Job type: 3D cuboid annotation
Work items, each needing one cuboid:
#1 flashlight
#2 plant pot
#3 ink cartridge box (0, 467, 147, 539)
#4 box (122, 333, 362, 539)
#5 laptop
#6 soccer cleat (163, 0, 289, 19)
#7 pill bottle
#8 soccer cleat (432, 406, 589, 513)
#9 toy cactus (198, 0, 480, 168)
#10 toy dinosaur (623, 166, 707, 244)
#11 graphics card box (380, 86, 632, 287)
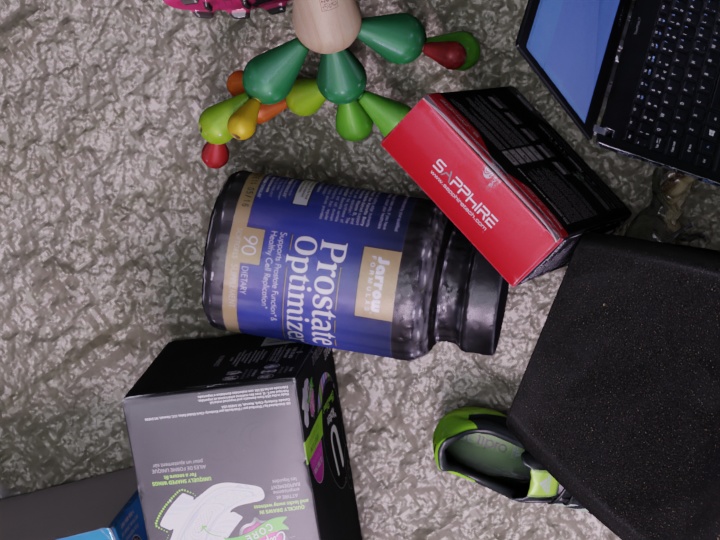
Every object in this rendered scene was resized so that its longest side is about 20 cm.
[{"bbox_3d":[0.251,-0.108,1.548,0.200,0.068,0.068,25,96,-2],"label":"flashlight"},{"bbox_3d":[0.212,0.075,1.475,0.177,0.199,0.201,25,99,26],"label":"plant pot"},{"bbox_3d":[-0.193,0.265,1.669,0.144,0.147,0.201,-14,100,13],"label":"ink cartridge box"},{"bbox_3d":[-0.075,0.156,1.621,0.124,0.149,0.201,-6,102,10],"label":"box"},{"bbox_3d":[0.204,-0.165,1.467,0.199,0.103,0.178,19,71,-2],"label":"laptop"},{"bbox_3d":[-0.042,-0.226,1.572,0.199,0.070,0.087,-9,81,13],"label":"soccer cleat"},{"bbox_3d":[0.000,0.000,1.589,0.199,0.112,0.112,9,105,8],"label":"pill bottle"},{"bbox_3d":[0.145,0.142,1.615,0.199,0.081,0.068,11,105,7],"label":"soccer cleat"},{"bbox_3d":[-0.019,-0.134,1.547,0.199,0.102,0.165,-9,141,3],"label":"toy cactus"},{"bbox_3d":[0.201,0.016,1.594,0.088,0.047,0.200,34,108,15],"label":"toy dinosaur"},{"bbox_3d":[0.098,-0.058,1.502,0.125,0.200,0.051,47,109,8],"label":"graphics card box"}]
